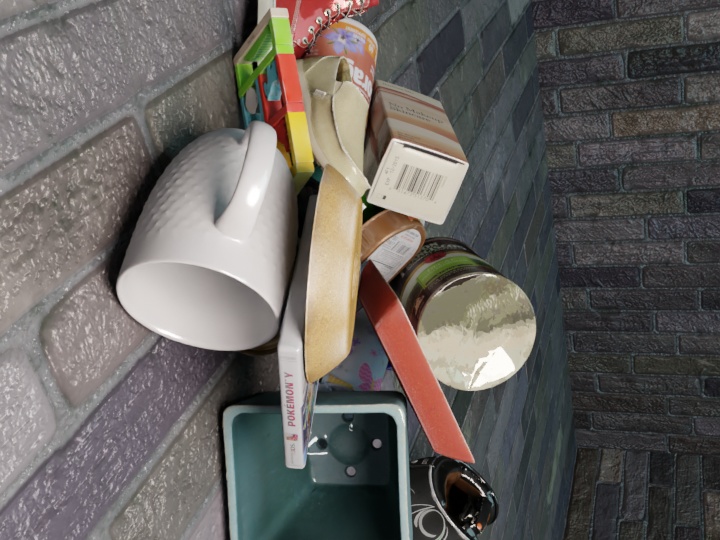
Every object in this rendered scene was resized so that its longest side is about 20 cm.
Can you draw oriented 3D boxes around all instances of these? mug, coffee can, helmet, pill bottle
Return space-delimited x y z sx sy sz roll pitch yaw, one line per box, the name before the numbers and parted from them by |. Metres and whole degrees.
mug | -0.119 -0.050 0.731 0.200 0.147 0.176 130 -25 -52
coffee can | 0.123 0.049 1.040 0.200 0.146 0.147 -122 -157 -73
helmet | 0.100 0.394 1.239 0.200 0.191 0.200 32 32 -23
pill bottle | -0.043 -0.206 1.011 0.112 0.112 0.201 45 49 -59

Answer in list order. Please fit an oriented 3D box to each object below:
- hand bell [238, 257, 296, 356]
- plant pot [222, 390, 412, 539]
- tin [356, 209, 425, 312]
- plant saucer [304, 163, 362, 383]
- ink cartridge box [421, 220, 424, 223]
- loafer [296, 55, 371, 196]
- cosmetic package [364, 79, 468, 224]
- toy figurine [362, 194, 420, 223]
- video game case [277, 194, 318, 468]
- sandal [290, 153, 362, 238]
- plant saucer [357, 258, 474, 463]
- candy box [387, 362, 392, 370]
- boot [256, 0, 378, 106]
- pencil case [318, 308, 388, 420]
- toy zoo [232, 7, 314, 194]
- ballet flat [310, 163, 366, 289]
hand bell | -0.095 0.015 0.943 0.200 0.104 0.105 -58 143 -72
plant pot | -0.031 0.228 0.943 0.200 0.195 0.197 -29 117 -79
tin | 0.000 0.000 1.031 0.042 0.200 0.112 53 16 28
plant saucer | -0.021 0.004 0.742 0.200 0.035 0.201 5 90 -88
ink cartridge box | 0.076 -0.108 1.311 0.200 0.067 0.117 94 8 -57
loafer | -0.023 -0.160 0.852 0.076 0.068 0.201 48 20 -57
cosmetic package | 0.057 -0.151 1.002 0.200 0.103 0.088 -101 -150 -57
toy figurine | 0.010 -0.106 1.149 0.185 0.149 0.201 -81 -179 -49
video game case | -0.053 0.059 0.791 0.201 0.023 0.183 -83 177 -45
sandal | -0.070 -0.072 0.890 0.048 0.200 0.076 -8 125 -38
plant saucer | 0.051 0.100 0.908 0.200 0.037 0.200 64 -2 -15
candy box | 0.088 0.067 1.258 0.200 0.077 0.170 131 -36 -74
boot | -0.050 -0.279 0.945 0.072 0.143 0.201 149 -57 -81
pencil case | -0.005 0.114 1.134 0.091 0.083 0.200 37 45 -14
toy zoo | -0.092 -0.152 0.852 0.020 0.131 0.201 -7 83 -26
ballet flat | -0.025 -0.032 0.944 0.073 0.073 0.201 -27 119 -65
